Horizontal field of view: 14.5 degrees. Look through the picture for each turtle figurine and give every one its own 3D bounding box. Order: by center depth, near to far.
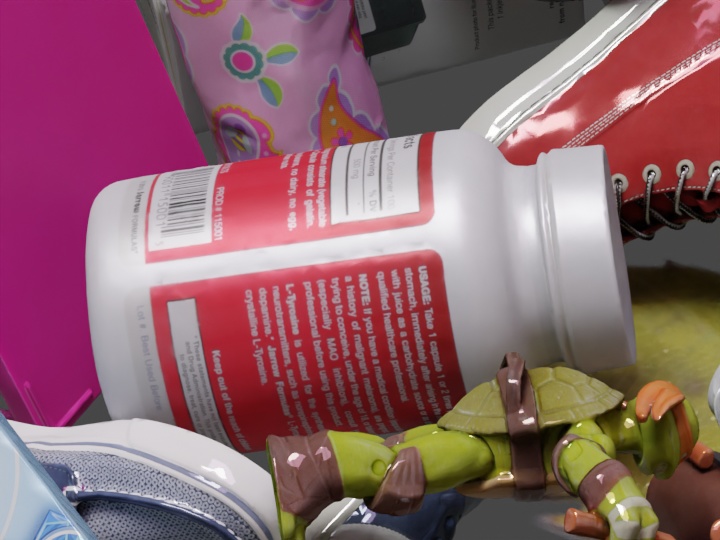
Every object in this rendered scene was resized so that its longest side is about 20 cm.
[{"bbox_3d":[0.049,0.063,0.960,0.160,0.065,0.200,-9,12,-3],"label":"turtle figurine"}]

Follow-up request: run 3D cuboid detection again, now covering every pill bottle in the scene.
[{"bbox_3d":[0.002,0.008,1.090,0.198,0.113,0.113,-8,42,8],"label":"pill bottle"}]

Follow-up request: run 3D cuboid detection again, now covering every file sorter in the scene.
[{"bbox_3d":[-0.168,-0.055,1.149,0.125,0.201,0.139,6,42,38],"label":"file sorter"}]

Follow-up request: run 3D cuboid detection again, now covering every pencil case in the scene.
[{"bbox_3d":[-0.045,-0.112,1.196,0.087,0.201,0.088,-15,25,7],"label":"pencil case"}]

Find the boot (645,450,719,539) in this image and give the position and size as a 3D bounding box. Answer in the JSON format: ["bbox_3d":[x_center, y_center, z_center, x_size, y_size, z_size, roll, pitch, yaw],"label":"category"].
[{"bbox_3d":[0.057,0.142,0.982,0.198,0.069,0.189,0,54,-10],"label":"boot"}]

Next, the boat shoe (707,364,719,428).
[{"bbox_3d":[0.167,0.054,1.086,0.066,0.074,0.200,-4,30,14],"label":"boat shoe"}]

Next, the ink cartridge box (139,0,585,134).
[{"bbox_3d":[-0.010,-0.158,1.331,0.199,0.083,0.147,-14,43,-7],"label":"ink cartridge box"}]

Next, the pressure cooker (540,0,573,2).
[{"bbox_3d":[0.109,-0.232,1.196,0.200,0.179,0.175,-42,29,-21],"label":"pressure cooker"}]

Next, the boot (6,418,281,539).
[{"bbox_3d":[-0.122,0.108,1.069,0.199,0.073,0.091,3,47,35],"label":"boot"}]

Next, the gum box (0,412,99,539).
[{"bbox_3d":[-0.192,0.112,1.030,0.170,0.045,0.200,-41,58,-3],"label":"gum box"}]

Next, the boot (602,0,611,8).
[{"bbox_3d":[0.142,-0.130,1.258,0.073,0.076,0.200,-14,33,-5],"label":"boot"}]

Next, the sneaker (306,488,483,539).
[{"bbox_3d":[-0.001,0.135,1.027,0.084,0.075,0.200,39,55,19],"label":"sneaker"}]

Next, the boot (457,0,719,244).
[{"bbox_3d":[0.117,-0.027,1.137,0.200,0.072,0.144,-45,50,2],"label":"boot"}]
